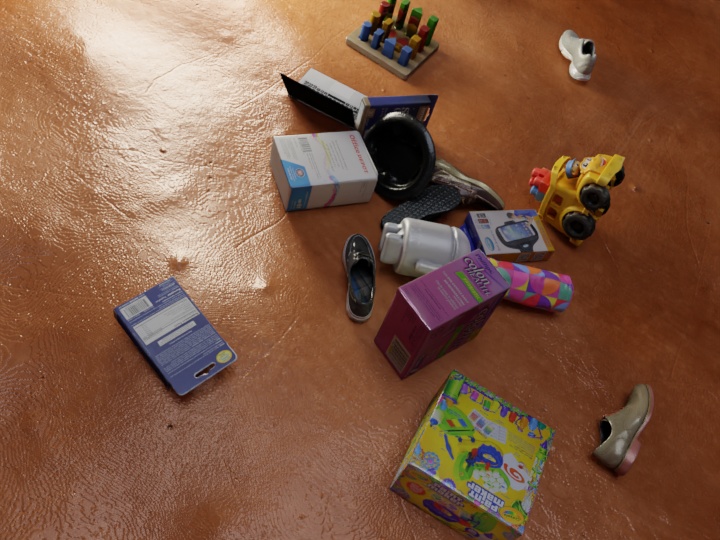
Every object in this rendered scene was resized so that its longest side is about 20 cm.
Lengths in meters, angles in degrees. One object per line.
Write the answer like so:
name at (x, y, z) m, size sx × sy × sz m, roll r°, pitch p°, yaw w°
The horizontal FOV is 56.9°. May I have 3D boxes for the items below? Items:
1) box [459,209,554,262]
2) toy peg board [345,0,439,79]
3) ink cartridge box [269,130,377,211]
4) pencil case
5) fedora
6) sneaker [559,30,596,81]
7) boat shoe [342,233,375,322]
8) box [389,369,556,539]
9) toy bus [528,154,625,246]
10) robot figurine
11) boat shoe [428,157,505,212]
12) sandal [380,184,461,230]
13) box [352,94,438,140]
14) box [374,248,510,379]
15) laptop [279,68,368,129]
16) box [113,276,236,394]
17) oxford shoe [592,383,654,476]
box at (0.318, -0.076, 1.464) m, size 0.197 × 0.042 × 0.121 m, roll -3°, pitch 56°, yaw -21°
toy peg board at (0.097, -0.640, 1.771) m, size 0.199 × 0.098 × 0.200 m, roll 34°, pitch 53°, yaw 10°
ink cartridge box at (-0.080, -0.215, 1.419) m, size 0.197 × 0.085 × 0.146 m, roll -9°, pitch 58°, yaw -21°
pencil case at (0.334, 0.031, 1.366) m, size 0.196 × 0.089 × 0.089 m, roll 11°, pitch 52°, yaw -6°
fedora at (0.098, -0.249, 1.471) m, size 0.091 × 0.201 × 0.201 m, roll -2°, pitch 49°, yaw -55°
sneaker at (0.643, -0.646, 1.930) m, size 0.074 × 0.093 × 0.203 m, roll 3°, pitch 54°, yaw -14°
boat shoe at (0.000, 0.000, 1.297) m, size 0.069 × 0.067 × 0.203 m, roll 10°, pitch 53°, yaw -9°
box at (0.185, 0.311, 1.091) m, size 0.198 × 0.123 × 0.193 m, roll 31°, pitch 52°, yaw 6°
toy bus at (0.475, -0.190, 1.499) m, size 0.191 × 0.202 × 0.136 m, roll 33°, pitch 51°, yaw 19°
robot figurine at (0.137, -0.040, 1.336) m, size 0.196 × 0.114 × 0.171 m, roll 10°, pitch 36°, yaw -10°
boat shoe at (0.231, -0.176, 1.503) m, size 0.198 × 0.072 × 0.073 m, roll 32°, pitch 82°, yaw -2°
sandal at (0.129, -0.128, 1.448) m, size 0.198 × 0.048 × 0.076 m, roll -26°, pitch 65°, yaw -16°
box at (0.084, -0.350, 1.541) m, size 0.197 × 0.122 × 0.033 m, roll -10°, pitch 56°, yaw -22°
box at (0.146, 0.080, 1.213) m, size 0.198 × 0.177 × 0.097 m, roll -25°, pitch 64°, yaw -30°
laptop at (-0.071, -0.426, 1.554) m, size 0.185 × 0.117 × 0.201 m, roll 28°, pitch 52°, yaw 4°
box at (-0.315, 0.114, 1.134) m, size 0.120 × 0.033 × 0.200 m, roll -31°, pitch 67°, yaw -32°
oxford shoe at (0.492, 0.279, 1.240) m, size 0.074 × 0.071 × 0.200 m, roll 29°, pitch 51°, yaw 13°
